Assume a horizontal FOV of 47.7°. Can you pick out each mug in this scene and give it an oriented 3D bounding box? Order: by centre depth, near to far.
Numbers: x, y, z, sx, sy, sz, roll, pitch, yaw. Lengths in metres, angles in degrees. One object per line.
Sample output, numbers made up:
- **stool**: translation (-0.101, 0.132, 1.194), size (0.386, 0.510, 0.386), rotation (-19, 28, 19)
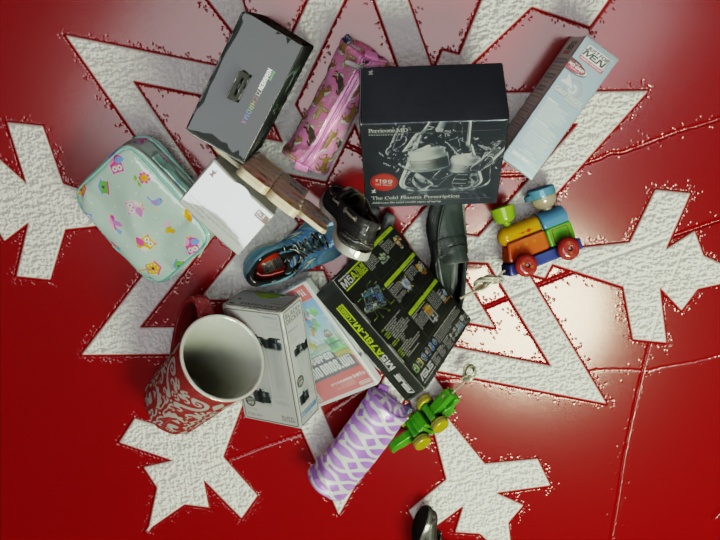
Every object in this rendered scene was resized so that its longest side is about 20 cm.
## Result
- **mug**: translation (-0.245, 0.152, 1.256), size (0.132, 0.179, 0.200), rotation (25, 141, -21)

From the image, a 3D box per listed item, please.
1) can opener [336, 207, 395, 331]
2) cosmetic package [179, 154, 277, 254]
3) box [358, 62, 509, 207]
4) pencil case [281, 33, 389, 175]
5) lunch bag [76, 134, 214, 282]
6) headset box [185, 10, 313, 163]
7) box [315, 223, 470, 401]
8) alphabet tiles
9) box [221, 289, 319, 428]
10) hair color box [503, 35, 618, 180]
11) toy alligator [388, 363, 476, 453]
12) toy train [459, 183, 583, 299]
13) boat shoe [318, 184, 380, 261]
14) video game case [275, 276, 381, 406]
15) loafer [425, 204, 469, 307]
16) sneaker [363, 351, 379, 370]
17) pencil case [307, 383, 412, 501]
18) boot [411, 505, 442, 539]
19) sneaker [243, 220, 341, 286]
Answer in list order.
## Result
- **can opener**: translation (0.000, 0.000, 1.270), size (0.052, 0.066, 0.203), rotation (19, 97, -1)
- **cosmetic package**: translation (-0.178, -0.108, 1.166), size (0.113, 0.200, 0.081), rotation (43, 102, -9)
- **box**: translation (0.098, -0.185, 1.142), size (0.197, 0.105, 0.183), rotation (-2, 147, 3)
- **pencil case**: translation (-0.038, -0.236, 1.184), size (0.083, 0.086, 0.201), rotation (40, 107, 27)
- **lunch bag**: translation (-0.310, -0.092, 1.224), size (0.160, 0.077, 0.200), rotation (-36, 103, 23)
- **headset box**: translation (-0.149, -0.255, 1.126), size (0.092, 0.200, 0.175), rotation (28, 105, -7)
- **box**: translation (0.054, 0.053, 1.153), size (0.193, 0.200, 0.047), rotation (47, 127, -2)
- **alphabet tiles**: translation (-0.121, -0.126, 1.161), size (0.195, 0.200, 0.015), rotation (38, 101, -8)
- **box**: translation (-0.138, 0.137, 1.271), size (0.115, 0.060, 0.203), rotation (4, 114, 30)
- **hair color box**: translation (0.276, -0.236, 1.175), size (0.060, 0.099, 0.201), rotation (32, 104, -7)
- **toy alligator**: translation (0.128, 0.232, 1.332), size (0.200, 0.059, 0.054), rotation (-46, 142, 11)
- **toy train**: translation (0.224, -0.046, 1.228), size (0.197, 0.085, 0.117), rotation (-21, 93, -5)
- **boat shoe**: translation (-0.013, -0.084, 1.155), size (0.073, 0.201, 0.061), rotation (21, 112, -16)
- **video game case**: translation (-0.074, 0.118, 1.289), size (0.142, 0.017, 0.201), rotation (-26, 104, 37)
- **loafer**: translation (0.139, -0.029, 1.242), size (0.067, 0.070, 0.204), rotation (-9, 110, -31)
- **sneaker**: translation (0.051, 0.125, 1.239), size (0.073, 0.114, 0.201), rotation (-44, 131, -6)
- **pencil case**: translation (-0.007, 0.279, 1.327), size (0.083, 0.086, 0.201), rotation (30, 103, -32)
- **boot**: translation (0.173, 0.493, 1.399), size (0.171, 0.069, 0.203), rotation (3, 113, -3)
- **sneaker**: translation (-0.090, -0.024, 1.244), size (0.198, 0.090, 0.079), rotation (-30, 103, 7)
